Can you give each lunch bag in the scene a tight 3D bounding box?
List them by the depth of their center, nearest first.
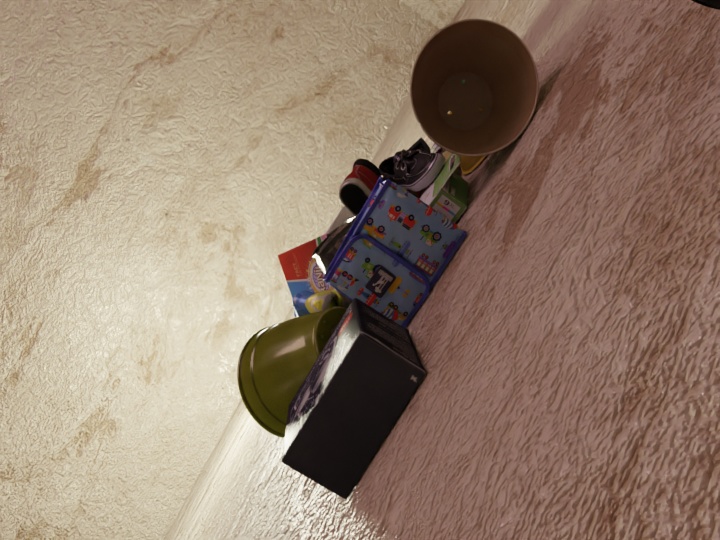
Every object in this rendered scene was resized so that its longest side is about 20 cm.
[{"bbox_3d":[0.045,-0.017,1.057,0.202,0.149,0.094,-58,10,4],"label":"lunch bag"},{"bbox_3d":[0.000,0.000,1.182,0.117,0.165,0.200,-43,7,-9],"label":"lunch bag"}]

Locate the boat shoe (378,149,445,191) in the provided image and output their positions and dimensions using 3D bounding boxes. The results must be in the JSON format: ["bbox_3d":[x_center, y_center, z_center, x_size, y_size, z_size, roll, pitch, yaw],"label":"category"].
[{"bbox_3d":[0.086,-0.192,1.244,0.071,0.066,0.200,-59,18,-5],"label":"boat shoe"}]

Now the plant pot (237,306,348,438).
[{"bbox_3d":[-0.074,0.156,1.134,0.192,0.200,0.202,-33,24,44],"label":"plant pot"}]

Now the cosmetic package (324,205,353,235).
[{"bbox_3d":[-0.054,-0.056,1.508,0.102,0.071,0.201,-53,6,30],"label":"cosmetic package"}]

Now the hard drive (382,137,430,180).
[{"bbox_3d":[0.088,-0.175,1.472,0.200,0.042,0.136,-48,-28,-16],"label":"hard drive"}]

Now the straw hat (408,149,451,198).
[{"bbox_3d":[0.118,-0.192,1.374,0.201,0.084,0.204,-90,26,-85],"label":"straw hat"}]

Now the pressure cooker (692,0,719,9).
[{"bbox_3d":[0.287,-0.288,0.486,0.202,0.175,0.179,-69,-7,-50],"label":"pressure cooker"}]

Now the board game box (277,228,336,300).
[{"bbox_3d":[-0.063,0.007,1.376,0.197,0.156,0.040,-21,-2,34],"label":"board game box"}]

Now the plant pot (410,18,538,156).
[{"bbox_3d":[0.174,-0.283,1.097,0.203,0.198,0.134,-58,1,5],"label":"plant pot"}]

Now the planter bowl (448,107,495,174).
[{"bbox_3d":[0.211,-0.284,1.241,0.202,0.082,0.201,-57,9,14],"label":"planter bowl"}]

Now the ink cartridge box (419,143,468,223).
[{"bbox_3d":[0.135,-0.110,1.163,0.201,0.059,0.104,-55,9,29],"label":"ink cartridge box"}]

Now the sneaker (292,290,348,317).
[{"bbox_3d":[-0.062,0.074,1.283,0.200,0.103,0.077,41,-117,-61],"label":"sneaker"}]

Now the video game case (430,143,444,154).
[{"bbox_3d":[0.223,-0.330,1.498,0.184,0.035,0.200,-60,8,-16],"label":"video game case"}]

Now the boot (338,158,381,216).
[{"bbox_3d":[0.043,-0.118,1.317,0.072,0.201,0.145,-28,20,26],"label":"boot"}]

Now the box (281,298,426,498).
[{"bbox_3d":[-0.013,0.166,0.935,0.202,0.103,0.182,-59,9,7],"label":"box"}]
